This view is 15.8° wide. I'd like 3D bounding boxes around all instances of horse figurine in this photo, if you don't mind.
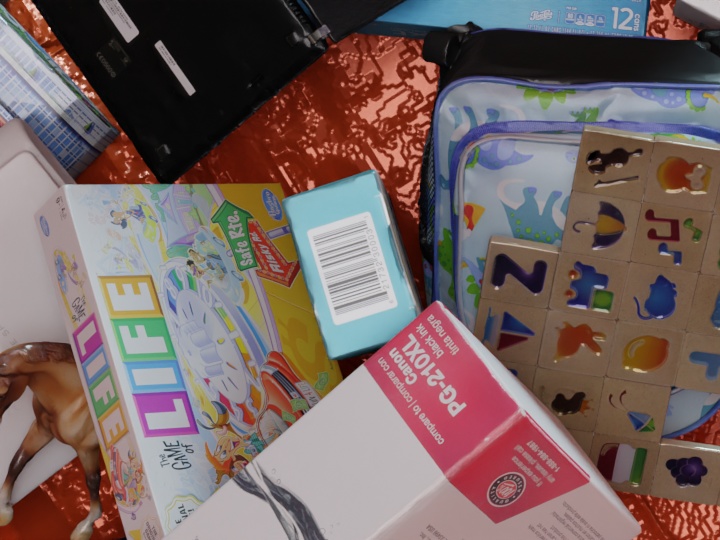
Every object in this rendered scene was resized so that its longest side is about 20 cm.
[{"bbox_3d":[-0.108,0.079,1.341,0.199,0.050,0.133,-4,127,-21],"label":"horse figurine"}]

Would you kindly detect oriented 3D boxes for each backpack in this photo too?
[{"bbox_3d":[0.117,-0.008,1.311,0.182,0.147,0.201,3,115,6],"label":"backpack"}]

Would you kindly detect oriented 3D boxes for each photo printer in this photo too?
[{"bbox_3d":[-0.207,0.041,1.364,0.200,0.069,0.167,-37,113,2],"label":"photo printer"}]

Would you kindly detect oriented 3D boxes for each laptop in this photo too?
[{"bbox_3d":[-0.065,-0.177,1.352,0.200,0.103,0.177,-39,84,29],"label":"laptop"}]

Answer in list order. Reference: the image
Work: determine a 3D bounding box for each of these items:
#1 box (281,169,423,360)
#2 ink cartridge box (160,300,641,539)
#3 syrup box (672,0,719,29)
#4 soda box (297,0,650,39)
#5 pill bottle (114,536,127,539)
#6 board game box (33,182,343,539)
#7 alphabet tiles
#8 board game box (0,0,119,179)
[{"bbox_3d":[0.000,0.000,1.309,0.049,0.200,0.083,-17,87,1],"label":"box"},{"bbox_3d":[0.009,0.132,1.198,0.200,0.145,0.084,-41,51,4],"label":"ink cartridge box"},{"bbox_3d":[0.268,-0.127,1.355,0.200,0.079,0.082,27,91,4],"label":"syrup box"},{"bbox_3d":[0.054,-0.157,1.378,0.199,0.064,0.068,6,89,4],"label":"soda box"},{"bbox_3d":[-0.119,0.197,1.313,0.115,0.200,0.116,0,88,4],"label":"pill bottle"},{"bbox_3d":[-0.073,0.052,1.292,0.134,0.034,0.200,-3,65,-38],"label":"board game box"},{"bbox_3d":[0.139,0.025,1.237,0.167,0.008,0.200,9,122,2],"label":"alphabet tiles"},{"bbox_3d":[-0.237,-0.112,1.399,0.200,0.062,0.200,-45,86,2],"label":"board game box"}]
